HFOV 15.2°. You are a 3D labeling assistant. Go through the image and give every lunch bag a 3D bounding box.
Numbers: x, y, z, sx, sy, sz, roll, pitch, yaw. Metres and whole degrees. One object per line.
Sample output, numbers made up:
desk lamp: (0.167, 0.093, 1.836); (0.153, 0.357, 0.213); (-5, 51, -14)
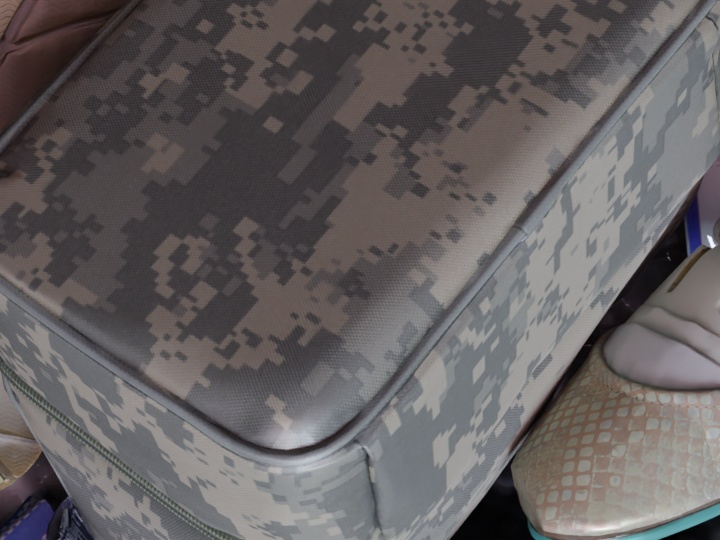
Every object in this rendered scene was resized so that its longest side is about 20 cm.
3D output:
lunch bag: (0.000, 0.000, 0.720); (0.139, 0.200, 0.168); (29, 157, 25)

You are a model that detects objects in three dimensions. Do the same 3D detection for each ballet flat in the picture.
ballet flat: (0.114, 0.011, 0.724); (0.200, 0.067, 0.062); (-23, 118, -34)

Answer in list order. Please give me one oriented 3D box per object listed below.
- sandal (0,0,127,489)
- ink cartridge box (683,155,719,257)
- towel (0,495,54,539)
sandal: (-0.108, -0.030, 0.753); (0.080, 0.054, 0.200); (7, 116, -11)
ink cartridge box: (0.194, -0.028, 0.799); (0.200, 0.039, 0.100); (-6, 114, 4)
towel: (-0.088, 0.191, 0.878); (0.200, 0.024, 0.145); (50, 64, -17)
